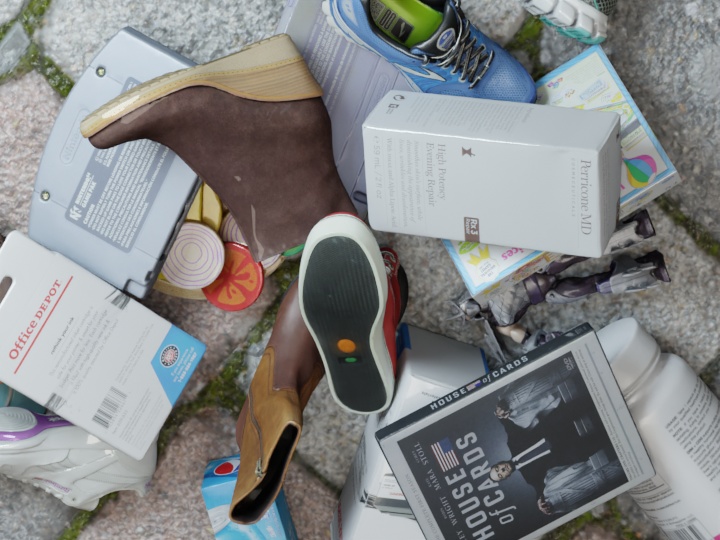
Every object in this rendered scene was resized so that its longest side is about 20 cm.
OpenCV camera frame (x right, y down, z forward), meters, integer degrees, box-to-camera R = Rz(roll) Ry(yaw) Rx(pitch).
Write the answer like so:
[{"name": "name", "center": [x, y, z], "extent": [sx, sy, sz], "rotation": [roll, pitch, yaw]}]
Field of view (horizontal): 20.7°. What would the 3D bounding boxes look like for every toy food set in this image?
[{"name": "toy food set", "center": [-0.138, -0.064, 1.701], "extent": [0.198, 0.049, 0.200], "rotation": [3, 106, 0]}]

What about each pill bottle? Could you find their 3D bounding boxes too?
[{"name": "pill bottle", "center": [0.266, 0.146, 1.721], "extent": [0.113, 0.113, 0.200], "rotation": [-39, 102, 11]}]

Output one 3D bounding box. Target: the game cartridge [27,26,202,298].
[{"name": "game cartridge", "center": [-0.196, -0.094, 1.652], "extent": [0.132, 0.042, 0.201], "rotation": [30, 105, 9]}]

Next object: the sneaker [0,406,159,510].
[{"name": "sneaker", "center": [-0.275, 0.172, 1.745], "extent": [0.198, 0.075, 0.101], "rotation": [-1, 111, -12]}]

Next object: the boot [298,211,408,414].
[{"name": "boot", "center": [0.000, 0.000, 1.641], "extent": [0.072, 0.145, 0.201], "rotation": [2, 134, 12]}]

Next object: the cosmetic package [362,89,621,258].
[{"name": "cosmetic package", "center": [0.107, -0.079, 1.595], "extent": [0.198, 0.074, 0.102], "rotation": [7, 124, 20]}]

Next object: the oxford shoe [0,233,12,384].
[{"name": "oxford shoe", "center": [-0.325, -0.003, 1.719], "extent": [0.073, 0.071, 0.202], "rotation": [-17, 93, -37]}]

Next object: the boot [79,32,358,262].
[{"name": "boot", "center": [-0.110, -0.084, 1.577], "extent": [0.199, 0.072, 0.168], "rotation": [-21, 100, -16]}]

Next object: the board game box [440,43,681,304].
[{"name": "board game box", "center": [0.151, -0.081, 1.663], "extent": [0.199, 0.034, 0.135], "rotation": [-31, 70, 8]}]

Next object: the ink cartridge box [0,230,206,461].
[{"name": "ink cartridge box", "center": [-0.245, 0.060, 1.664], "extent": [0.199, 0.067, 0.116], "rotation": [34, 82, -22]}]

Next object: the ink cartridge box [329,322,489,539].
[{"name": "ink cartridge box", "center": [0.044, 0.168, 1.714], "extent": [0.083, 0.145, 0.202], "rotation": [18, 105, -6]}]

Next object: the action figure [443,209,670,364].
[{"name": "action figure", "center": [0.164, 0.007, 1.708], "extent": [0.198, 0.069, 0.131], "rotation": [-20, 108, 8]}]

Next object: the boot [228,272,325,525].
[{"name": "boot", "center": [-0.063, 0.096, 1.666], "extent": [0.068, 0.200, 0.189], "rotation": [31, 104, -7]}]

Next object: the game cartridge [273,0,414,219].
[{"name": "game cartridge", "center": [-0.020, -0.158, 1.649], "extent": [0.129, 0.038, 0.202], "rotation": [22, 90, -14]}]

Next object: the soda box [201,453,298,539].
[{"name": "soda box", "center": [-0.086, 0.267, 1.784], "extent": [0.064, 0.068, 0.202], "rotation": [-15, 105, 5]}]

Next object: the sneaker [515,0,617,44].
[{"name": "sneaker", "center": [0.139, -0.275, 1.636], "extent": [0.199, 0.078, 0.092], "rotation": [34, 88, -12]}]

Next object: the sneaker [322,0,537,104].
[{"name": "sneaker", "center": [0.063, -0.179, 1.608], "extent": [0.199, 0.089, 0.079], "rotation": [28, 88, -21]}]

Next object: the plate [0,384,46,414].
[{"name": "plate", "center": [-0.375, 0.091, 1.761], "extent": [0.198, 0.026, 0.202], "rotation": [0, 106, 1]}]

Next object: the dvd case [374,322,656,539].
[{"name": "dvd case", "center": [0.129, 0.152, 1.631], "extent": [0.199, 0.025, 0.151], "rotation": [-27, 112, -2]}]
